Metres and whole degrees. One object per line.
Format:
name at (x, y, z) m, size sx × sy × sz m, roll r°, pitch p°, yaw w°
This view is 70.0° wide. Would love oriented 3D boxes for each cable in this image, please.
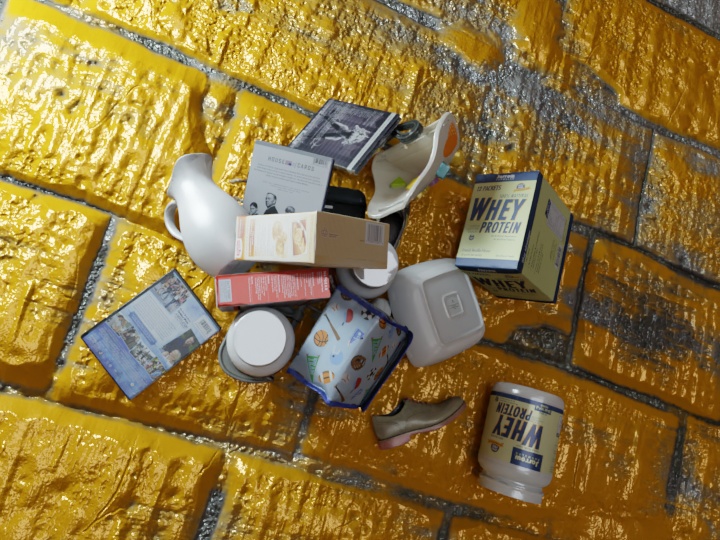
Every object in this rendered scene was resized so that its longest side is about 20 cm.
cable at (0.061, -0.263, 1.013) m, size 0.050 × 0.198 × 0.098 m, roll 51°, pitch 59°, yaw -31°

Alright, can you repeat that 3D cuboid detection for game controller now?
game controller at (-0.074, -0.116, 1.010) m, size 0.198 × 0.042 × 0.106 m, roll 4°, pitch 98°, yaw -31°

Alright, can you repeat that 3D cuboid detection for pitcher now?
pitcher at (-0.271, -0.073, 0.902) m, size 0.121 × 0.172 × 0.201 m, roll -17°, pitch 68°, yaw -49°

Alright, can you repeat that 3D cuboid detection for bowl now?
bowl at (0.162, 0.075, 1.024) m, size 0.198 × 0.074 × 0.202 m, roll -15°, pitch 85°, yaw -33°

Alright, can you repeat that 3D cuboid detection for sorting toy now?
sorting toy at (0.090, -0.173, 0.969) m, size 0.107 × 0.199 × 0.181 m, roll 47°, pitch 56°, yaw -19°

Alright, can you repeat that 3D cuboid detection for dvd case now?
dvd case at (-0.375, 0.112, 0.930) m, size 0.199 × 0.018 × 0.143 m, roll -39°, pitch 93°, yaw -16°
dvd case at (-0.036, -0.267, 1.007) m, size 0.149 × 0.199 × 0.016 m, roll -52°, pitch 141°, yaw -15°
dvd case at (-0.140, -0.121, 0.937) m, size 0.148 × 0.025 × 0.203 m, roll 14°, pitch 96°, yaw 3°

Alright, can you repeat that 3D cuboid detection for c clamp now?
c clamp at (-0.167, 0.129, 0.979) m, size 0.170 × 0.027 × 0.201 m, roll 34°, pitch 75°, yaw -8°

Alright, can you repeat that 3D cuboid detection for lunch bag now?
lunch bag at (-0.001, 0.143, 0.879) m, size 0.123 × 0.200 × 0.171 m, roll 33°, pitch 87°, yaw 28°

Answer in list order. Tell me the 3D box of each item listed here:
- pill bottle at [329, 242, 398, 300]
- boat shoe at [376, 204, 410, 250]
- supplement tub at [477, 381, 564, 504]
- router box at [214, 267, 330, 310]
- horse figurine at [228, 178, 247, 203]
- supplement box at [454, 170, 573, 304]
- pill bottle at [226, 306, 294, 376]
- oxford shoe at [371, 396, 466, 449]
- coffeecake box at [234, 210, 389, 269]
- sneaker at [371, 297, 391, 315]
pill bottle at (0.000, 0.000, 0.951) m, size 0.110 × 0.200 × 0.114 m, roll 2°, pitch 81°, yaw -14°
boat shoe at (0.065, -0.110, 1.057) m, size 0.071 × 0.059 × 0.203 m, roll 21°, pitch 76°, yaw -11°
supplement tub at (0.314, 0.336, 1.017) m, size 0.143 × 0.145 × 0.203 m, roll 18°, pitch 78°, yaw -12°
router box at (-0.155, 0.037, 0.887) m, size 0.177 × 0.200 × 0.050 m, roll -4°, pitch 84°, yaw -14°
horse figurine at (-0.174, -0.116, 0.999) m, size 0.131 × 0.050 × 0.203 m, roll -12°, pitch 86°, yaw -16°
supplement box at (0.314, -0.063, 1.035) m, size 0.199 × 0.133 × 0.203 m, roll 29°, pitch 72°, yaw -44°
pill bottle at (-0.166, 0.122, 0.866) m, size 0.110 × 0.200 × 0.113 m, roll 2°, pitch 77°, yaw -9°
oxford shoe at (0.117, 0.281, 1.013) m, size 0.198 × 0.070 × 0.076 m, roll -19°, pitch 82°, yaw -18°
coffeecake box at (-0.078, -0.044, 0.803) m, size 0.152 × 0.198 × 0.074 m, roll 4°, pitch 89°, yaw -46°
sneaker at (-0.026, 0.122, 0.986) m, size 0.115 × 0.073 × 0.202 m, roll 34°, pitch 76°, yaw -20°
